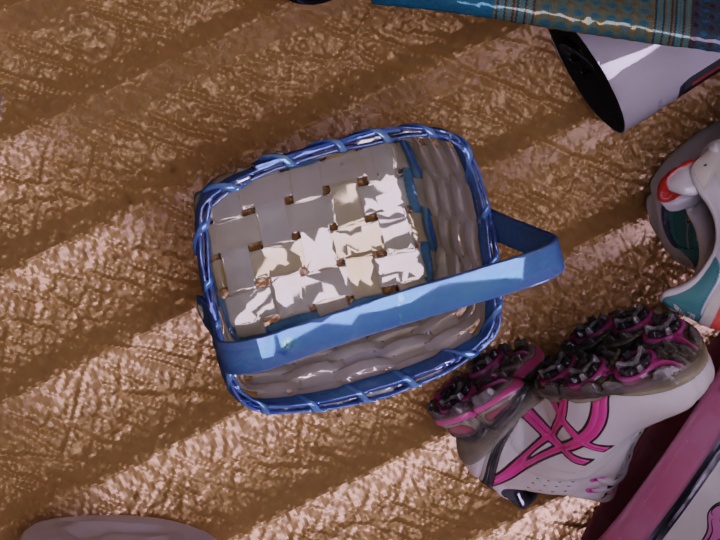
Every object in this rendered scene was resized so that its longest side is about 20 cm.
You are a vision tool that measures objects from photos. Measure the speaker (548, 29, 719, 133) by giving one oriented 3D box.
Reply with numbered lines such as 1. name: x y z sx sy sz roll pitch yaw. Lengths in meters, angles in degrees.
1. speaker: 0.200 -0.159 1.420 0.199 0.081 0.082 -32 103 -6

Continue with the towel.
1. towel: 0.105 -0.174 1.356 0.198 0.147 0.022 10 138 3

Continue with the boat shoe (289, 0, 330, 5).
1. boat shoe: -0.035 -0.236 1.352 0.074 0.093 0.201 -15 100 -2

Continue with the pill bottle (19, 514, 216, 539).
1. pill bottle: -0.133 0.238 1.392 0.110 0.111 0.202 2 97 -12

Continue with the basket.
1. basket: 0.000 0.000 1.338 0.175 0.200 0.140 -15 100 -8

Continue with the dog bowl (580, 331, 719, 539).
1. dog bowl: 0.189 0.109 1.404 0.074 0.200 0.201 35 90 3

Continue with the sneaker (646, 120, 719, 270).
1. sneaker: 0.250 -0.071 1.438 0.200 0.080 0.078 -46 121 -1

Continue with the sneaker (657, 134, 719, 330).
1. sneaker: 0.205 -0.061 1.360 0.093 0.070 0.201 10 78 4

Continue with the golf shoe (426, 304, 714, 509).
1. golf shoe: 0.125 0.076 1.389 0.073 0.200 0.092 -44 104 -33
